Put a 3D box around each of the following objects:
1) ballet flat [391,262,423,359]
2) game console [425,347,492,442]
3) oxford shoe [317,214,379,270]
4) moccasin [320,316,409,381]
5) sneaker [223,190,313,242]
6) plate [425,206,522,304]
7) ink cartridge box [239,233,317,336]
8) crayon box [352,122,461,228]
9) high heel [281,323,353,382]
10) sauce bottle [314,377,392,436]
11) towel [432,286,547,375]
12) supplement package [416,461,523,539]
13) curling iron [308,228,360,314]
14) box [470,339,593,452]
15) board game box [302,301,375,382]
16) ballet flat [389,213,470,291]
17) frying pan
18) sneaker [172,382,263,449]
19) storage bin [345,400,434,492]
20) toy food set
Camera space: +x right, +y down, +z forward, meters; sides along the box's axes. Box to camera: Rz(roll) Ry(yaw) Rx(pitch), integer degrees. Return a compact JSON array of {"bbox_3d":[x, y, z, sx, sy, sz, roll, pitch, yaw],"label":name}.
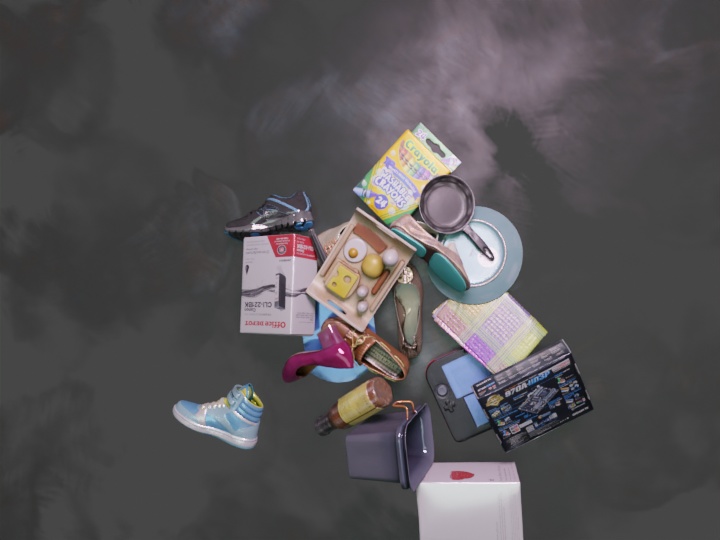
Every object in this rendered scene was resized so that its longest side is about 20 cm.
[{"bbox_3d":[0.098,0.083,1.237,0.066,0.046,0.204,-2,90,10],"label":"ballet flat"},{"bbox_3d":[0.248,0.236,1.220,0.198,0.031,0.179,-25,86,10],"label":"game console"},{"bbox_3d":[-0.054,-0.059,1.248,0.198,0.074,0.071,-32,88,10],"label":"oxford shoe"},{"bbox_3d":[0.007,0.162,1.207,0.200,0.078,0.074,37,99,1],"label":"moccasin"},{"bbox_3d":[-0.198,-0.114,1.285,0.196,0.073,0.083,-10,73,5],"label":"sneaker"},{"bbox_3d":[0.227,-0.034,1.205,0.197,0.026,0.204,-3,80,14],"label":"plate"},{"bbox_3d":[-0.169,0.033,1.234,0.142,0.083,0.204,-2,84,33],"label":"ink cartridge box"},{"bbox_3d":[0.096,-0.194,1.231,0.126,0.052,0.200,44,97,7],"label":"crayon box"},{"bbox_3d":[-0.090,0.199,1.191,0.200,0.067,0.097,-49,60,38],"label":"high heel"},{"bbox_3d":[-0.021,0.285,1.224,0.199,0.066,0.067,-35,84,33],"label":"sauce bottle"},{"bbox_3d":[0.257,0.105,1.197,0.200,0.023,0.144,43,92,19],"label":"towel"},{"bbox_3d":[0.215,0.458,1.183,0.196,0.121,0.122,-4,91,10],"label":"supplement package"},{"bbox_3d":[-0.054,0.005,1.222,0.049,0.026,0.202,-28,95,12],"label":"curling iron"},{"bbox_3d":[0.334,0.246,1.155,0.198,0.046,0.160,-28,117,6],"label":"box"},{"bbox_3d":[-0.044,0.133,1.270,0.155,0.039,0.204,-7,95,5],"label":"board game box"},{"bbox_3d":[0.149,-0.043,1.178,0.199,0.068,0.067,40,59,3],"label":"ballet flat"},{"bbox_3d":[0.203,-0.114,1.186,0.188,0.031,0.116,27,86,-5],"label":"frying pan"},{"bbox_3d":[-0.301,0.292,1.299,0.197,0.080,0.132,21,96,0],"label":"sneaker"},{"bbox_3d":[0.056,0.337,1.181,0.132,0.200,0.148,-6,91,19],"label":"storage bin"},{"bbox_3d":[0.000,0.000,1.169,0.142,0.060,0.201,34,103,0],"label":"toy food set"}]
